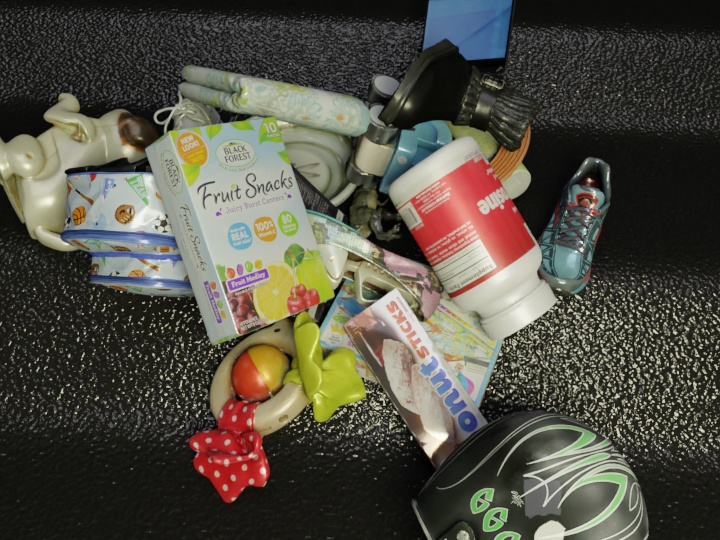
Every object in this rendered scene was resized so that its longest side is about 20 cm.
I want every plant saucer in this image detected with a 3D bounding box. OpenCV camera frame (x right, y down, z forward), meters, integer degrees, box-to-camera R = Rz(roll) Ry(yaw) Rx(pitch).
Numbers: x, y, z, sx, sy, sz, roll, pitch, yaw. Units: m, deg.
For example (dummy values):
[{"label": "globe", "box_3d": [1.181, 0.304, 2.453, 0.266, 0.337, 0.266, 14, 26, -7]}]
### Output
[{"label": "plant saucer", "box_3d": [-0.092, -0.132, 1.013, 0.196, 0.051, 0.203, 0, 53, 0]}]

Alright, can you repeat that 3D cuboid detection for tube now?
[{"label": "tube", "box_3d": [0.169, -0.182, 1.062, 0.057, 0.052, 0.202, 18, 34, -44]}]

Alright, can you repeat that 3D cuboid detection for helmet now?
[{"label": "helmet", "box_3d": [0.159, 0.221, 0.680, 0.189, 0.201, 0.201, -30, 57, -2]}]

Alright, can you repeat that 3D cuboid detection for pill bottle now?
[{"label": "pill bottle", "box_3d": [0.124, -0.032, 0.822, 0.111, 0.112, 0.202, -32, 90, -23]}]

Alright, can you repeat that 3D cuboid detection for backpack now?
[{"label": "backpack", "box_3d": [-0.232, -0.048, 0.844, 0.197, 0.190, 0.157, -5, 74, 30]}]

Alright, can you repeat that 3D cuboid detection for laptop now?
[{"label": "laptop", "box_3d": [0.110, -0.311, 1.074, 0.199, 0.105, 0.176, -39, 31, -28]}]

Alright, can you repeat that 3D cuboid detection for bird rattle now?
[{"label": "bird rattle", "box_3d": [-0.098, 0.133, 0.801, 0.200, 0.113, 0.163, -42, 37, 1]}]

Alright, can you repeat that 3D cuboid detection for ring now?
[{"label": "ring", "box_3d": [0.131, -0.167, 1.026, 0.197, 0.019, 0.203, -13, 53, 18]}]

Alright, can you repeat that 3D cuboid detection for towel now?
[{"label": "towel", "box_3d": [-0.107, -0.202, 0.905, 0.169, 0.049, 0.199, 1, 16, -36]}]

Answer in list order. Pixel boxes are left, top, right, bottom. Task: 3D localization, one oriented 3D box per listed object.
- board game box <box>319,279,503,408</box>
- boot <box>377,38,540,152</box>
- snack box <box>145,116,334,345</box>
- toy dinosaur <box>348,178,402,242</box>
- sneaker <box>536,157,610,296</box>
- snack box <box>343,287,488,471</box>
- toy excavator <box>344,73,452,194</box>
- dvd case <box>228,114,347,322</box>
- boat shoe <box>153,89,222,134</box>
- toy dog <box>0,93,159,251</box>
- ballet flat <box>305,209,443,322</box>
[{"label": "board game box", "box_3d": [0.060, 0.073, 0.873, 0.197, 0.035, 0.136, 20, 55, 14]}, {"label": "boot", "box_3d": [0.124, -0.190, 0.901, 0.157, 0.080, 0.211, 39, 43, 3]}, {"label": "snack box", "box_3d": [-0.118, -0.045, 0.772, 0.141, 0.052, 0.204, -20, 92, -48]}, {"label": "toy dinosaur", "box_3d": [0.017, -0.066, 0.971, 0.086, 0.048, 0.203, 4, 55, 20]}, {"label": "sneaker", "box_3d": [0.262, -0.062, 0.939, 0.078, 0.096, 0.202, 17, 54, 12]}, {"label": "snack box", "box_3d": [0.064, 0.122, 0.793, 0.071, 0.024, 0.202, -33, 80, -8]}, {"label": "toy excavator", "box_3d": [0.085, -0.129, 0.942, 0.196, 0.101, 0.197, 16, 48, -7]}, {"label": "dvd case", "box_3d": [-0.096, -0.055, 0.861, 0.016, 0.200, 0.151, -13, 49, 39]}, {"label": "boat shoe", "box_3d": [-0.219, -0.191, 0.977, 0.073, 0.087, 0.203, -15, 28, 8]}, {"label": "toy dog", "box_3d": [-0.346, -0.136, 0.960, 0.198, 0.141, 0.194, -28, 59, -23]}, {"label": "ballet flat", "box_3d": [0.000, 0.000, 0.842, 0.197, 0.069, 0.072, 25, 59, -8]}]
